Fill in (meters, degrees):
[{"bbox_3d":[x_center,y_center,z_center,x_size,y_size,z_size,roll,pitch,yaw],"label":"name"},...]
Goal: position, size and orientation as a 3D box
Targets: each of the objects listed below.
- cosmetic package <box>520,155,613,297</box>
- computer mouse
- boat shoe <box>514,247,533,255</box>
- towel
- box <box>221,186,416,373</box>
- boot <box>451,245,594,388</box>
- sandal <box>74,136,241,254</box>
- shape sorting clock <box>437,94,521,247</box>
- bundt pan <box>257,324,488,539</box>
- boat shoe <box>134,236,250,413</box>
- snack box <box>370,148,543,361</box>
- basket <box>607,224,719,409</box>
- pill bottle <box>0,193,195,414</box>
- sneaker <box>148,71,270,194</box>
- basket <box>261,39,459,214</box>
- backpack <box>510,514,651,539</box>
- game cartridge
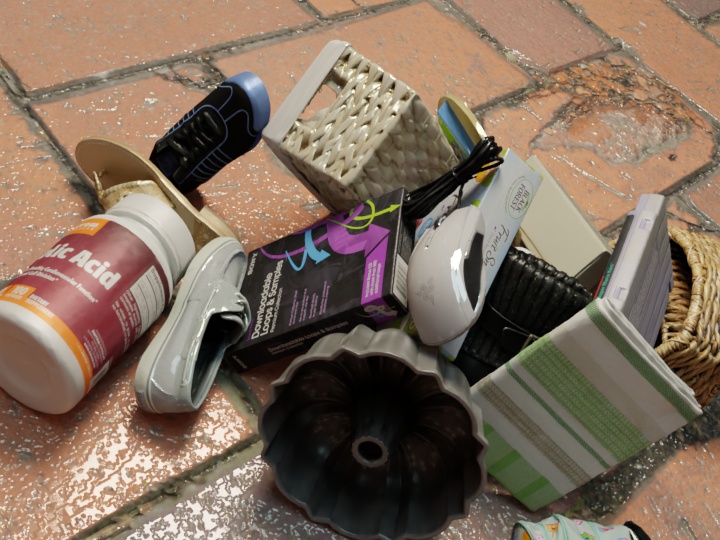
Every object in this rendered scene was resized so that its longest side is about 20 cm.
[{"bbox_3d":[0.237,-0.033,1.056,0.103,0.073,0.201,39,17,-34],"label":"cosmetic package"},{"bbox_3d":[0.073,-0.027,0.783,0.044,0.109,0.202,41,37,-30],"label":"computer mouse"},{"bbox_3d":[0.095,0.046,0.939,0.201,0.070,0.066,-50,52,-3],"label":"boat shoe"},{"bbox_3d":[0.184,0.124,0.830,0.149,0.199,0.031,44,28,-14],"label":"towel"},{"bbox_3d":[-0.039,0.009,0.890,0.036,0.198,0.145,47,34,-33],"label":"box"},{"bbox_3d":[0.183,0.086,0.888,0.209,0.159,0.080,29,9,-20],"label":"boot"},{"bbox_3d":[-0.226,-0.059,0.949,0.210,0.078,0.070,34,45,2],"label":"sandal"},{"bbox_3d":[0.138,-0.110,1.064,0.039,0.201,0.201,-27,59,-7],"label":"shape sorting clock"},{"bbox_3d":[0.016,0.133,0.790,0.199,0.204,0.076,24,31,1],"label":"bundt pan"},{"bbox_3d":[-0.140,0.052,0.869,0.070,0.071,0.203,6,49,20],"label":"boat shoe"},{"bbox_3d":[0.080,-0.009,0.877,0.053,0.142,0.202,35,70,-18],"label":"snack box"},{"bbox_3d":[0.332,0.038,1.035,0.146,0.144,0.202,17,44,-7],"label":"basket"},{"bbox_3d":[-0.243,0.022,0.836,0.113,0.115,0.201,29,45,7],"label":"pill bottle"},{"bbox_3d":[-0.167,-0.131,0.960,0.078,0.199,0.071,-35,88,-43],"label":"sneaker"},{"bbox_3d":[0.011,-0.124,0.984,0.123,0.200,0.136,36,87,30],"label":"basket"},{"bbox_3d":[0.181,0.292,0.733,0.124,0.169,0.202,10,39,-5],"label":"backpack"},{"bbox_3d":[0.266,0.034,0.900,0.038,0.131,0.201,3,44,34],"label":"game cartridge"}]
